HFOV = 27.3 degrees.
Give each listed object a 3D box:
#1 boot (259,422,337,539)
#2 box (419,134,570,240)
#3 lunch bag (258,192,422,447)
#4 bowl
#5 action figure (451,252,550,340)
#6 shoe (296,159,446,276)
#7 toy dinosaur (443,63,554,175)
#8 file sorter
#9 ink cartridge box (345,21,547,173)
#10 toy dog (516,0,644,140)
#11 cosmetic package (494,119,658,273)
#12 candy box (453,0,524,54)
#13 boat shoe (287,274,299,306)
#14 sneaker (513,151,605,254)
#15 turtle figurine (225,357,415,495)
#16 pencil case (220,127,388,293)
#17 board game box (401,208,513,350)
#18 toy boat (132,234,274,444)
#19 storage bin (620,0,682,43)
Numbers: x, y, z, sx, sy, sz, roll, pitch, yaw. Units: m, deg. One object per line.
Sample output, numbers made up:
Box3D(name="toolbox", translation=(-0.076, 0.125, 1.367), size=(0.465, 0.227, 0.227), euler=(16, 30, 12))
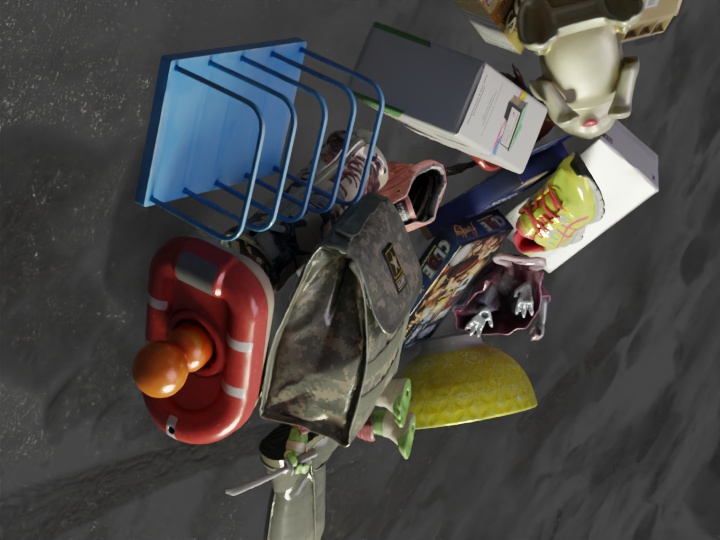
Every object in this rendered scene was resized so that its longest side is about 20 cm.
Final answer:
Box3D(name="boot", translation=(-0.053, 0.252, 1.805), size=(0.181, 0.072, 0.202), euler=(-30, 133, -26))
Box3D(name="box", translation=(0.173, -0.103, 1.799), size=(0.199, 0.033, 0.121), euler=(-33, 175, 41))
Box3D(name="lunch bag", translation=(-0.011, 0.037, 1.437), size=(0.164, 0.116, 0.202), euler=(-52, 157, -64))
Box3D(name="bowl", translation=(0.125, 0.138, 1.935), size=(0.199, 0.198, 0.109), euler=(-8, 88, -58))
Box3D(name="action figure", translation=(0.183, 0.015, 1.937), size=(0.200, 0.132, 0.151), euler=(-55, 154, -66))
Box3D(name="shoe", translation=(0.013, -0.058, 1.597), size=(0.200, 0.090, 0.072), euler=(-46, 120, -40))
Box3D(name="toy dinosaur", translation=(0.185, -0.176, 1.771), size=(0.182, 0.197, 0.106), euler=(-78, 159, -57))
Box3D(name="file sorter", translation=(-0.087, -0.120, 1.361), size=(0.199, 0.122, 0.140), euler=(-19, 130, -53))
Box3D(name="ink cartridge box", translation=(0.097, -0.183, 1.601), size=(0.200, 0.144, 0.085), euler=(18, 96, -63))
Box3D(name="toy dog", translation=(0.244, -0.240, 1.698), size=(0.138, 0.195, 0.201), euler=(-20, 135, -2))
Box3D(name="cosmetic package", translation=(0.277, -0.102, 1.914), size=(0.200, 0.113, 0.082), euler=(-39, -157, 32))
Box3D(name="candy box", translation=(0.156, -0.337, 1.665), size=(0.116, 0.055, 0.200), euler=(-63, 153, -3))
Box3D(name="boat shoe", translation=(0.000, 0.000, 1.675), size=(0.199, 0.070, 0.070), euler=(-22, 133, -50))
Box3D(name="sneaker", translation=(0.233, -0.069, 1.789), size=(0.089, 0.079, 0.201), euler=(-21, 157, -13))
Box3D(name="turtle figurine", translation=(-0.047, 0.166, 1.572), size=(0.200, 0.191, 0.146), euler=(-48, 142, -67))
Box3D(name="pencil case", translation=(-0.055, -0.063, 1.513), size=(0.200, 0.078, 0.090), euler=(-46, 171, -29))
Box3D(name="board game box", translation=(0.093, 0.018, 1.821), size=(0.135, 0.035, 0.201), euler=(-20, 150, -54))
Box3D(name="toy boat", translation=(-0.163, 0.076, 1.384), size=(0.130, 0.129, 0.202), euler=(-36, 143, -50))
Box3D(name="storage bin", translation=(0.352, -0.405, 1.910), size=(0.199, 0.093, 0.201), euler=(-22, 133, -53))
